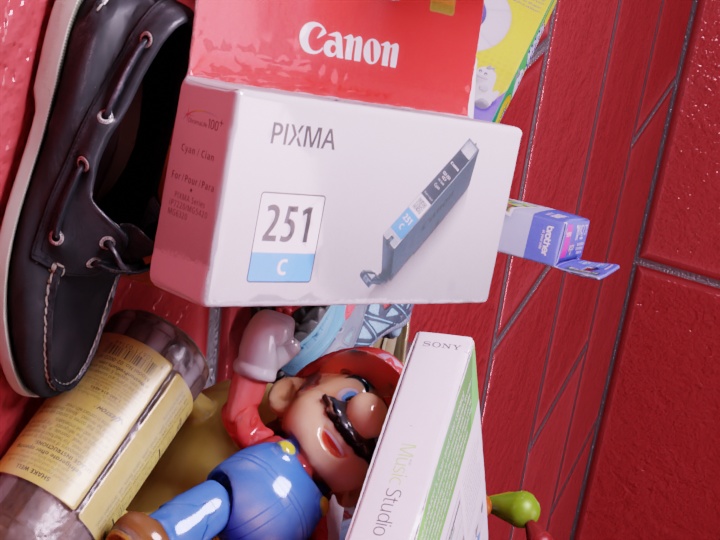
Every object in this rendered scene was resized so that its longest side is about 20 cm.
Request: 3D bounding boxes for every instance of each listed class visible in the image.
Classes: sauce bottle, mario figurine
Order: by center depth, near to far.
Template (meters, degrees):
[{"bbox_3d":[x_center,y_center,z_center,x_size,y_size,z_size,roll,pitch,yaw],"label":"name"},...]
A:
[{"bbox_3d":[-0.146,0.108,0.645,0.201,0.064,0.065,-56,156,-34],"label":"sauce bottle"},{"bbox_3d":[-0.033,0.100,0.685,0.200,0.105,0.125,-42,134,-41],"label":"mario figurine"}]

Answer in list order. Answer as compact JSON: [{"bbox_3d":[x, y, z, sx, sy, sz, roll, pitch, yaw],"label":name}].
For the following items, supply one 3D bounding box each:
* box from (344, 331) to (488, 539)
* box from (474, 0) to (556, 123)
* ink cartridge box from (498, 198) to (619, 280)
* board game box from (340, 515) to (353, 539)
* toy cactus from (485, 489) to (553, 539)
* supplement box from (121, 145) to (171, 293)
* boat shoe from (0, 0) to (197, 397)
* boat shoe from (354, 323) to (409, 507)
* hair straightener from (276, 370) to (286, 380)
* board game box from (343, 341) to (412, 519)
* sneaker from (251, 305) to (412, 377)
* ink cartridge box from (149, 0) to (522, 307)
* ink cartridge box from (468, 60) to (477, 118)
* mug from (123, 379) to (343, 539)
[{"bbox_3d":[0.033,0.153,0.711,0.202,0.036,0.145,83,21,-44],"label":"box"},{"bbox_3d":[0.068,-0.175,0.958,0.049,0.116,0.201,108,8,-55],"label":"box"},{"bbox_3d":[0.101,-0.038,1.053,0.119,0.197,0.043,-8,115,-71],"label":"ink cartridge box"},{"bbox_3d":[-0.050,0.220,0.844,0.019,0.199,0.104,32,47,-32],"label":"board game box"},{"bbox_3d":[0.045,0.191,1.038,0.102,0.199,0.167,28,37,-44],"label":"toy cactus"},{"bbox_3d":[-0.066,-0.033,0.764,0.200,0.066,0.070,-21,126,-68],"label":"supplement box"},{"bbox_3d":[-0.113,-0.031,0.617,0.074,0.065,0.202,-9,115,-71],"label":"boat shoe"},{"bbox_3d":[0.017,0.109,1.017,0.074,0.062,0.203,73,8,-48],"label":"boat shoe"},{"bbox_3d":[-0.034,0.047,0.977,0.078,0.040,0.201,88,25,-45],"label":"hair straightener"},{"bbox_3d":[0.009,0.180,1.198,0.147,0.063,0.203,-38,139,-61],"label":"board game box"},{"bbox_3d":[0.000,0.000,0.933,0.201,0.079,0.096,-54,135,-28],"label":"sneaker"},{"bbox_3d":[0.001,-0.074,0.646,0.198,0.044,0.179,0,103,-47],"label":"ink cartridge box"},{"bbox_3d":[0.013,-0.118,0.803,0.117,0.067,0.202,51,32,-34],"label":"ink cartridge box"},{"bbox_3d":[-0.074,0.139,0.782,0.188,0.147,0.155,93,13,-55],"label":"mug"}]
